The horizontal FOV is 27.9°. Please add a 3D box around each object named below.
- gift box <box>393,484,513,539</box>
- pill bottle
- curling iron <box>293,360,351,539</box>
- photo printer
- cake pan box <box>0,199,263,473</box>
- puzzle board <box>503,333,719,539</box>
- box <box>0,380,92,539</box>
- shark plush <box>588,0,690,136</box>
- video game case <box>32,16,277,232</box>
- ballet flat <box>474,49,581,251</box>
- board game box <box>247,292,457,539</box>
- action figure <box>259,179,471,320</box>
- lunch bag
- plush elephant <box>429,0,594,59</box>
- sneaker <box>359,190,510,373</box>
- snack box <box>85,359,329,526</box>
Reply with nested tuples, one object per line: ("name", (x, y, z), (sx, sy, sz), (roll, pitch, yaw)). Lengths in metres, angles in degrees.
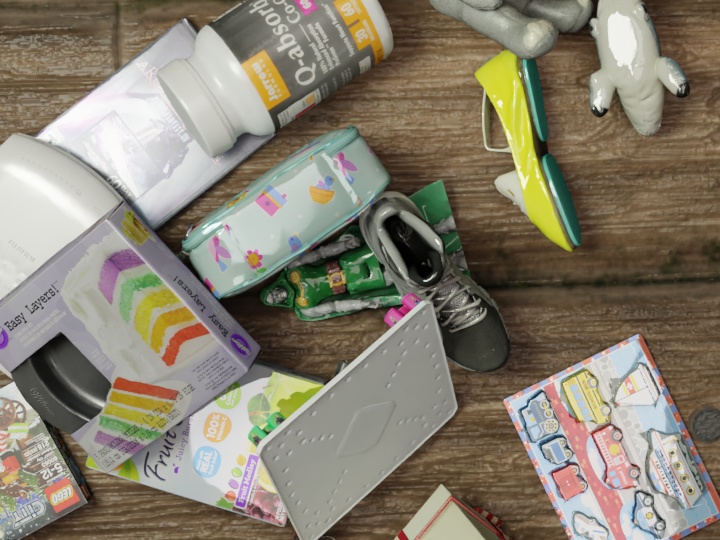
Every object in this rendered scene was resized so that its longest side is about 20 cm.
("gift box", (0.104, 0.338, 1.338), (0.185, 0.187, 0.200), (-45, 112, -1))
("pill bottle", (-0.079, -0.195, 1.327), (0.200, 0.116, 0.116), (-35, 93, -8))
("curling iron", (-0.032, 0.186, 1.399), (0.049, 0.026, 0.201), (10, 89, 35))
("photo printer", (-0.311, -0.015, 1.354), (0.166, 0.069, 0.200), (38, 99, -2))
("cake pan box", (-0.219, 0.063, 1.285), (0.200, 0.052, 0.184), (-34, 102, 26))
("puzzle board", (0.248, 0.183, 1.412), (0.150, 0.017, 0.200), (-26, 93, 0))
("box", (-0.378, 0.207, 1.390), (0.200, 0.038, 0.137), (-29, 93, 0))
("shark plush", (0.241, -0.223, 1.365), (0.091, 0.083, 0.200), (-24, 87, 20))
("video game case", (-0.201, -0.125, 1.388), (0.200, 0.019, 0.143), (-38, 93, 2))
("ballet flat", (0.155, -0.110, 1.380), (0.067, 0.067, 0.200), (-15, 90, 21))
("board game box", (-0.002, 0.136, 1.306), (0.200, 0.200, 0.026), (-40, 57, -16))
("action figure", (0.000, 0.000, 1.383), (0.200, 0.055, 0.118), (-17, 96, 4))
("lunch bag", (-0.075, -0.052, 1.327), (0.200, 0.160, 0.077), (-34, 98, -5))
("plush elephant", (0.128, -0.305, 1.314), (0.200, 0.165, 0.155), (27, 119, 21))
("sneaker", (0.069, 0.020, 1.302), (0.075, 0.115, 0.200), (-39, 98, 1))
("snack box", (-0.144, 0.146, 1.379), (0.200, 0.053, 0.143), (17, 91, 3))
